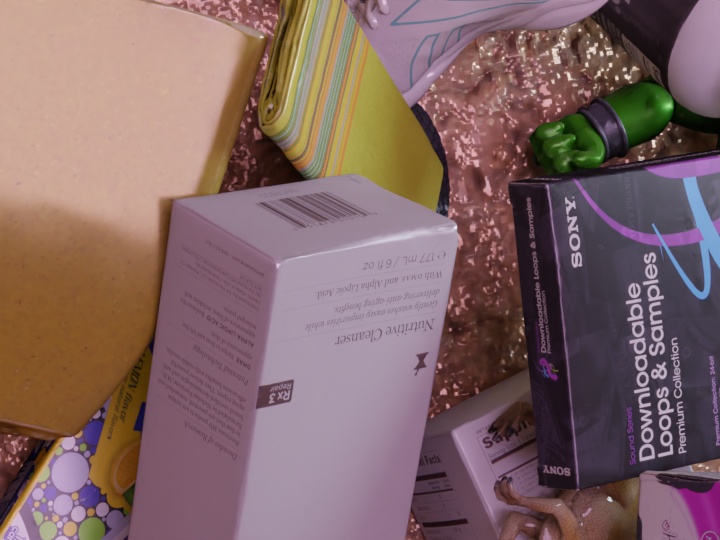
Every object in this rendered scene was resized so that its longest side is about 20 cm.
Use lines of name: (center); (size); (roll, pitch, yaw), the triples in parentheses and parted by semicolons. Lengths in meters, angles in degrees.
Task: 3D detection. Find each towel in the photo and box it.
towel: (-0.003, -0.059, 1.361); (0.018, 0.200, 0.086); (4, 65, 22)

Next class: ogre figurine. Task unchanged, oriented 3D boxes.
ogre figurine: (0.199, -0.035, 1.497); (0.200, 0.098, 0.120); (35, 70, 25)

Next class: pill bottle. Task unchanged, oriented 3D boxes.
pill bottle: (0.177, -0.150, 1.453); (0.116, 0.117, 0.200); (-30, 56, -19)

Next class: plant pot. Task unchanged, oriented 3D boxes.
plant pot: (-0.176, -0.029, 1.334); (0.193, 0.195, 0.201); (14, 85, -16)

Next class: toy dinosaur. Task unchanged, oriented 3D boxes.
toy dinosaur: (0.114, 0.100, 1.373); (0.101, 0.058, 0.200); (48, 66, -21)

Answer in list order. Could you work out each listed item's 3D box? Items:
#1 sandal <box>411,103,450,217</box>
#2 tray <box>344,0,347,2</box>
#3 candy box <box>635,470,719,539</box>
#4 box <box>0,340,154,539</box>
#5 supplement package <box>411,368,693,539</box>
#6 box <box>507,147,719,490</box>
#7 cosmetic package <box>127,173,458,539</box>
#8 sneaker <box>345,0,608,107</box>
sandal: (0.000, 0.000, 1.450); (0.075, 0.045, 0.201); (27, 60, -34)
tray: (0.021, -0.219, 1.504); (0.107, 0.022, 0.201); (20, 77, -16)
candy box: (0.208, 0.165, 1.356); (0.199, 0.061, 0.137); (4, 89, -48)
box: (-0.107, 0.069, 1.404); (0.070, 0.064, 0.200); (34, 75, -11)
supplement package: (0.114, 0.150, 1.443); (0.113, 0.109, 0.201); (-25, 91, -19)
box: (0.164, 0.016, 1.349); (0.199, 0.036, 0.144); (-10, 96, -31)
cosmetic package: (-0.034, 0.066, 1.294); (0.113, 0.081, 0.201); (-12, 118, -39)
sneaker: (0.030, -0.137, 1.417); (0.080, 0.200, 0.071); (43, 25, -44)
